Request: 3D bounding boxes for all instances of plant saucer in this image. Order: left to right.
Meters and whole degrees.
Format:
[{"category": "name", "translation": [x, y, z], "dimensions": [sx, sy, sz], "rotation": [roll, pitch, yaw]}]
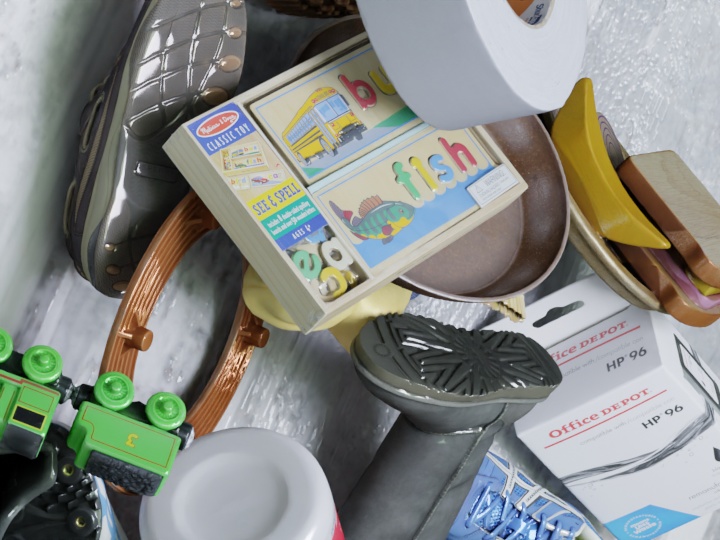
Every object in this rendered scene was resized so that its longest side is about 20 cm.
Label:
[{"category": "plant saucer", "translation": [0.034, -0.062, 1.551], "dimensions": [0.200, 0.034, 0.201], "rotation": [19, 52, -26]}]

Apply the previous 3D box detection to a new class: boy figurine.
[{"category": "boy figurine", "translation": [0.000, 0.000, 1.576], "dimensions": [0.200, 0.064, 0.125], "rotation": [-28, 120, -57]}]

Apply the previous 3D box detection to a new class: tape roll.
[{"category": "tape roll", "translation": [0.062, -0.183, 1.488], "dimensions": [0.200, 0.066, 0.201], "rotation": [31, 55, -57]}]

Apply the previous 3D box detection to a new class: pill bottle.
[{"category": "pill bottle", "translation": [-0.058, 0.192, 1.541], "dimensions": [0.112, 0.112, 0.200], "rotation": [-49, 148, -26]}]

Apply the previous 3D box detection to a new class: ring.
[{"category": "ring", "translation": [-0.094, 0.038, 1.505], "dimensions": [0.201, 0.019, 0.201], "rotation": [-51, 152, -41]}]

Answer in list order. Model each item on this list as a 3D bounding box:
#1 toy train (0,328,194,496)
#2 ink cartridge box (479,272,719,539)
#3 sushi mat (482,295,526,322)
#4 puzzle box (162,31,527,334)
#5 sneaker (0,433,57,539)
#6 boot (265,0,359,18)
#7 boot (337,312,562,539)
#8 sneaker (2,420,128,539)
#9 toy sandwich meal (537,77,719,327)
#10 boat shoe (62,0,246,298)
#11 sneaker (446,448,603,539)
[{"category": "toy train", "translation": [-0.186, 0.066, 1.391], "dimensions": [0.200, 0.042, 0.057], "rotation": [21, 56, -5]}, {"category": "ink cartridge box", "translation": [0.177, 0.095, 1.762], "dimensions": [0.200, 0.116, 0.068], "rotation": [45, 25, -39]}, {"category": "sushi mat", "translation": [0.067, -0.069, 1.633], "dimensions": [0.096, 0.012, 0.200], "rotation": [29, 46, -42]}, {"category": "puzzle box", "translation": [-0.005, -0.059, 1.478], "dimensions": [0.133, 0.025, 0.200], "rotation": [52, 45, 6]}, {"category": "sneaker", "translation": [-0.245, 0.137, 1.394], "dimensions": [0.200, 0.085, 0.075], "rotation": [-47, 127, -27]}, {"category": "boot", "translation": [-0.037, -0.213, 1.535], "dimensions": [0.200, 0.075, 0.108], "rotation": [24, 63, -53]}, {"category": "boot", "translation": [0.017, 0.123, 1.601], "dimensions": [0.182, 0.073, 0.200], "rotation": [12, 128, -43]}, {"category": "sneaker", "translation": [-0.156, 0.175, 1.510], "dimensions": [0.073, 0.072, 0.201], "rotation": [-60, 136, -65]}, {"category": "toy sandwich meal", "translation": [0.180, -0.054, 1.704], "dimensions": [0.205, 0.070, 0.205], "rotation": [46, 24, -27]}, {"category": "boat shoe", "translation": [-0.127, -0.087, 1.471], "dimensions": [0.074, 0.073, 0.201], "rotation": [18, 92, -42]}, {"category": "sneaker", "translation": [0.104, 0.165, 1.742], "dimensions": [0.200, 0.077, 0.076], "rotation": [29, 80, -41]}]
